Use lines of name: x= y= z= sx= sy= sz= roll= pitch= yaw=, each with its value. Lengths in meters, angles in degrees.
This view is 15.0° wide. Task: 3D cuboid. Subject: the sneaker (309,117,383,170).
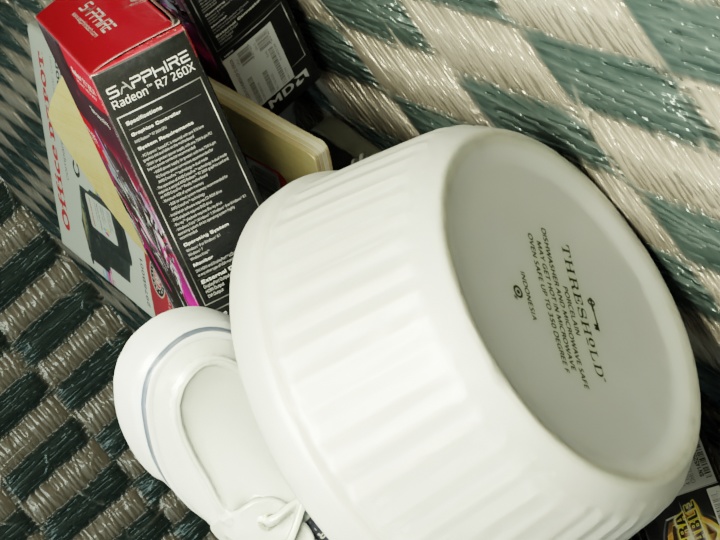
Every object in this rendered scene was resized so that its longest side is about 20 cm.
sneaker: x=0.000 y=0.000 z=1.387 sx=0.075 sy=0.106 sz=0.200 roll=53 pitch=170 yaw=-32

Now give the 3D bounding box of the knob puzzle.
knob puzzle: x=-0.074 y=-0.044 z=1.339 sx=0.220 sy=0.030 sz=0.220 roll=35 pitch=152 yaw=21

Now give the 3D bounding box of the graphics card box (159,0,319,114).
graphics card box: x=-0.096 y=-0.160 z=1.287 sx=0.125 sy=0.051 sz=0.200 roll=42 pitch=171 yaw=27

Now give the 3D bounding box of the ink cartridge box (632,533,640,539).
ink cartridge box: x=0.129 y=0.194 z=1.438 sx=0.145 sy=0.084 sz=0.200 roll=54 pitch=-162 yaw=-39

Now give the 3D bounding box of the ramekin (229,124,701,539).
ramekin: x=0.050 y=0.034 z=1.083 sx=0.202 sy=0.094 sz=0.202 roll=33 pitch=-140 yaw=-33

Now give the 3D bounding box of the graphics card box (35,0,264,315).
graphics card box: x=-0.073 y=-0.027 z=1.216 sx=0.200 sy=0.051 sz=0.125 roll=65 pitch=171 yaw=-23

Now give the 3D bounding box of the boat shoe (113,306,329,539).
boat shoe: x=-0.023 y=0.091 z=1.083 sx=0.065 sy=0.074 sz=0.200 roll=31 pitch=166 yaw=49

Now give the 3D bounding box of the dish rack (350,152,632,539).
dish rack: x=0.051 y=0.038 z=1.216 sx=0.153 sy=0.055 sz=0.200 roll=36 pitch=-140 yaw=-33

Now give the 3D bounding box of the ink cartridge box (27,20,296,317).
ink cartridge box: x=-0.109 y=-0.060 z=1.545 sx=0.200 sy=0.083 sz=0.146 roll=33 pitch=135 yaw=58

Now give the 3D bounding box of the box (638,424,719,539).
box: x=0.175 y=0.182 z=1.285 sx=0.200 sy=0.050 sz=0.199 roll=64 pitch=-171 yaw=-61
